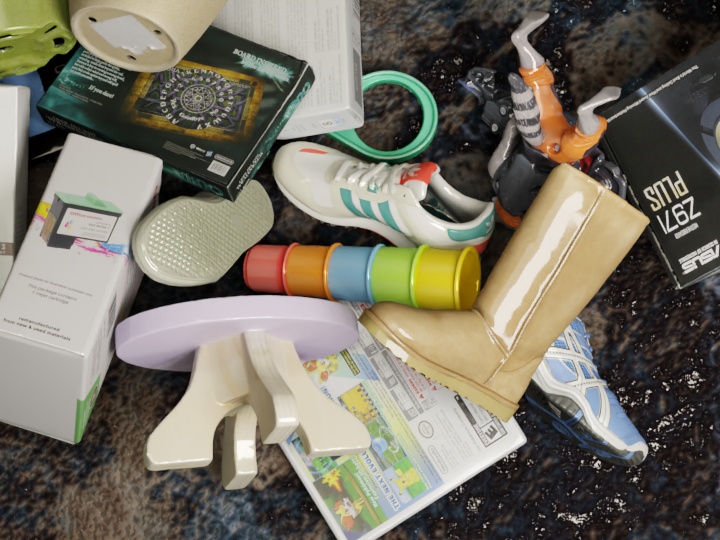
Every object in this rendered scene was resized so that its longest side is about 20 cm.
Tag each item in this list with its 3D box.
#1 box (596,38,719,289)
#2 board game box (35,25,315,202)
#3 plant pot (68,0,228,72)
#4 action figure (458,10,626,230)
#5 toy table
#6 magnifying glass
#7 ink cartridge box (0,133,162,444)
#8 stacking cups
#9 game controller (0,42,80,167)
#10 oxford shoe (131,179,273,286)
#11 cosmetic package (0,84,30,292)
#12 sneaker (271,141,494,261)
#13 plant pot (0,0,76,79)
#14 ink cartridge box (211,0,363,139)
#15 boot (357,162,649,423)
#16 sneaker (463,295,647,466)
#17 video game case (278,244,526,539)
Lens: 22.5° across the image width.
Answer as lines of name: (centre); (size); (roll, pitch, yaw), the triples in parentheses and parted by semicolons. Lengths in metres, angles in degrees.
box: (0.317, -0.103, 1.489); (0.200, 0.086, 0.164); (-30, 82, 34)
board game box: (-0.155, -0.149, 1.522); (0.199, 0.028, 0.136); (24, 67, 22)
plant pot: (-0.166, -0.272, 1.490); (0.186, 0.187, 0.201); (14, 64, 3)
action figure: (0.133, -0.115, 1.505); (0.104, 0.194, 0.200); (-30, 55, -32)
toy table: (-0.092, 0.097, 1.459); (0.199, 0.184, 0.118); (-6, 69, -9)
magnifying glass: (-0.032, -0.139, 1.580); (0.199, 0.022, 0.080); (5, 82, 3)
ink cartridge box: (-0.231, 0.013, 1.462); (0.084, 0.145, 0.201); (17, 55, 0)
stacking cups: (0.000, 0.000, 1.519); (0.199, 0.060, 0.061); (6, 81, 24)
game controller: (-0.322, -0.130, 1.573); (0.199, 0.042, 0.105); (-20, 82, -3)
oxford shoe: (-0.137, -0.028, 1.493); (0.058, 0.200, 0.076); (-16, 98, 26)
cosmetic package: (-0.335, -0.058, 1.510); (0.112, 0.081, 0.201); (0, 97, -3)
sneaker: (0.024, -0.071, 1.524); (0.199, 0.094, 0.070); (28, 52, 2)
plant pot: (-0.316, -0.266, 1.510); (0.199, 0.200, 0.191); (-16, 81, -2)
ink cartridge box: (-0.098, -0.190, 1.573); (0.199, 0.047, 0.161); (-8, 71, 17)
boot: (0.112, 0.001, 1.429); (0.175, 0.066, 0.200); (30, 95, -36)
sneaker: (0.173, 0.083, 1.519); (0.200, 0.076, 0.077); (45, 74, -3)
video game case: (0.013, 0.109, 1.545); (0.182, 0.022, 0.200); (-32, 84, -4)
